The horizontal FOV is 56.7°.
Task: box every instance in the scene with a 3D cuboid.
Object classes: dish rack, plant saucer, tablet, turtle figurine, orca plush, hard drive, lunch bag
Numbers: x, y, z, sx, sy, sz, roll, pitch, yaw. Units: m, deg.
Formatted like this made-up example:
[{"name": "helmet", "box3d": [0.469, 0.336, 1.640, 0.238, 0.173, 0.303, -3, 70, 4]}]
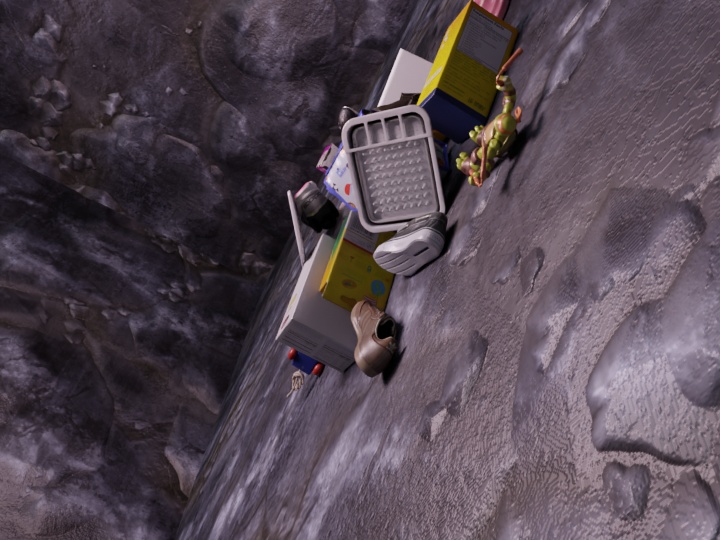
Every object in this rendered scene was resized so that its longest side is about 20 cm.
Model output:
[{"name": "dish rack", "box3d": [0.063, -0.176, 1.165, 0.043, 0.167, 0.206, -35, -64, -60]}, {"name": "plant saucer", "box3d": [0.246, -0.517, 1.433, 0.204, 0.050, 0.202, -61, 11, 21]}, {"name": "tablet", "box3d": [-0.132, -0.079, 1.410, 0.200, 0.013, 0.134, 108, 150, -79]}, {"name": "turtle figurine", "box3d": [0.196, -0.202, 0.967, 0.161, 0.063, 0.206, 143, 143, -81]}, {"name": "orca plush", "box3d": [0.006, -0.242, 1.336, 0.073, 0.103, 0.200, -65, -22, -9]}, {"name": "hard drive", "box3d": [0.109, -0.373, 1.503, 0.026, 0.129, 0.204, -48, -18, -74]}, {"name": "lunch bag", "box3d": [0.047, -0.190, 1.267, 0.172, 0.196, 0.125, -55, 20, 31]}]

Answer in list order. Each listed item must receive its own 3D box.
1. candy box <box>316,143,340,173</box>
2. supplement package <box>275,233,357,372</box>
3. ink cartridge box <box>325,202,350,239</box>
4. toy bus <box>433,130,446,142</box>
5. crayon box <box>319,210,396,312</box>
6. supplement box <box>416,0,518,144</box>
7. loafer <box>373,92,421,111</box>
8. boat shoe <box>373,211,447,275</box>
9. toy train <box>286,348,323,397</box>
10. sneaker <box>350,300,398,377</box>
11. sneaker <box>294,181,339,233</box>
[{"name": "candy box", "box3d": [-0.002, -0.217, 1.553, 0.062, 0.196, 0.136, -62, 10, 2]}, {"name": "supplement package", "box3d": [-0.055, 0.064, 1.318, 0.111, 0.153, 0.204, -46, 21, 54]}, {"name": "ink cartridge box", "box3d": [-0.015, -0.056, 1.461, 0.203, 0.123, 0.129, -60, 12, 23]}, {"name": "toy bus", "box3d": [0.110, -0.259, 1.421, 0.201, 0.064, 0.080, -51, 52, 50]}, {"name": "crayon box", "box3d": [0.000, 0.000, 1.276, 0.051, 0.125, 0.204, -45, 21, 56]}, {"name": "supplement box", "box3d": [0.189, -0.356, 1.208, 0.204, 0.107, 0.109, -67, 12, -14]}, {"name": "loafer", "box3d": [0.112, -0.356, 1.426, 0.196, 0.073, 0.073, -25, -16, -18]}, {"name": "boat shoe", "box3d": [0.092, -0.045, 1.138, 0.072, 0.072, 0.199, -59, 18, -24]}, {"name": "toy train", "box3d": [-0.118, 0.189, 1.549, 0.203, 0.083, 0.116, -59, 2, 26]}, {"name": "sneaker", "box3d": [0.032, 0.100, 1.121, 0.075, 0.070, 0.201, -40, 22, 17]}, {"name": "sneaker", "box3d": [-0.087, -0.117, 1.430, 0.073, 0.088, 0.200, -38, -12, -5]}]
